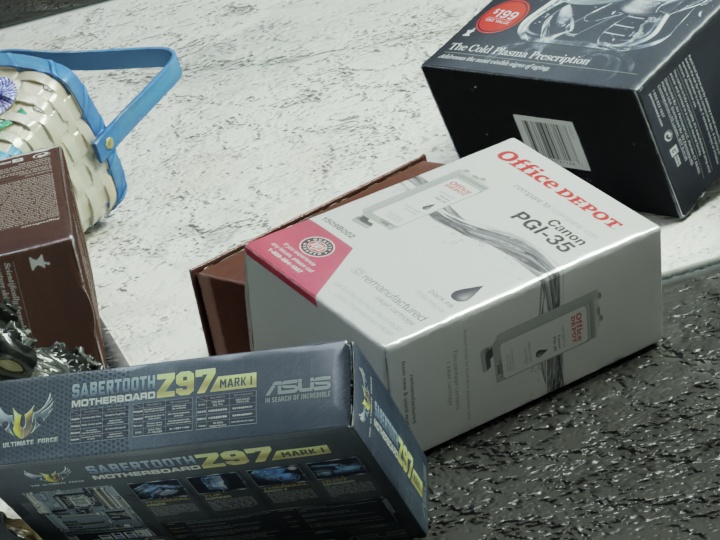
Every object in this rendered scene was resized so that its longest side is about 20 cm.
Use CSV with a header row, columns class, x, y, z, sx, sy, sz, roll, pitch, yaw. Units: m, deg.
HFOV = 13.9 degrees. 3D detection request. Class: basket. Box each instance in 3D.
class,x,y,z,sx,sy,sz,roll,pitch,yaw
basket,-0.238,-0.098,2.096,0.175,0.140,0.200,-1,33,29

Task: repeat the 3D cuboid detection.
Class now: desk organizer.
class,x,y,z,sx,sy,sz,roll,pitch,yaw
desk organizer,0.000,0.000,1.806,0.199,0.072,0.077,-27,25,-35

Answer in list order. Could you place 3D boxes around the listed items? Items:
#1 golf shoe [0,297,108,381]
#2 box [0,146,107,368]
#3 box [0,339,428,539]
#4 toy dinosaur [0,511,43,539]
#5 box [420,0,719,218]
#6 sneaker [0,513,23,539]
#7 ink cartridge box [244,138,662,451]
class,x,y,z,sx,sy,sz,roll,pitch,yaw
golf shoe,-0.180,0.083,1.598,0.095,0.200,0.078,-51,28,6
box,-0.209,0.001,1.884,0.074,0.101,0.200,-14,19,-5
box,-0.078,0.097,1.493,0.199,0.158,0.051,-8,64,13
toy dinosaur,-0.229,0.126,1.647,0.199,0.048,0.088,2,31,41
box,0.178,-0.139,1.972,0.199,0.104,0.182,10,44,46
sneaker,-0.226,0.156,1.543,0.084,0.075,0.200,-20,30,-36
ink cartridge box,0.054,0.013,1.693,0.199,0.083,0.146,-23,37,-28
